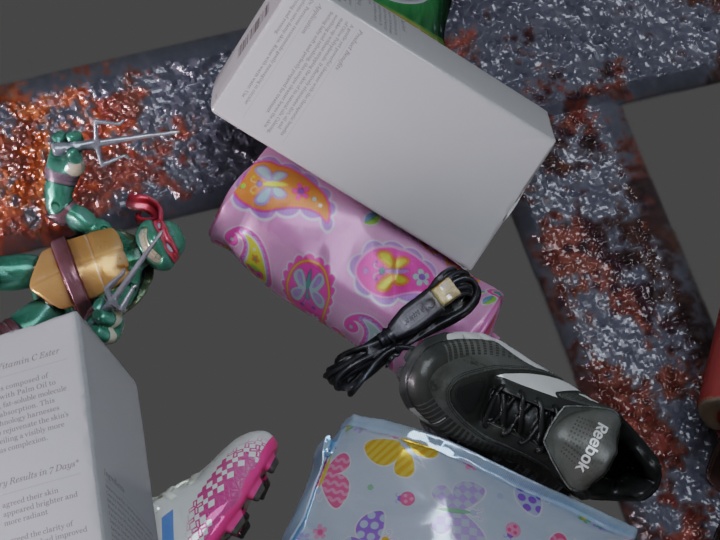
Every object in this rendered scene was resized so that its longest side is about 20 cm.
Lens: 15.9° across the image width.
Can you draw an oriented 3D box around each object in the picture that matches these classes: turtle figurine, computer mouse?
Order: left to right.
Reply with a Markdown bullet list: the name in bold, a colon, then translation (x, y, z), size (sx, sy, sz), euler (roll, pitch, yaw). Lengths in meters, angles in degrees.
- **turtle figurine**: translation (-0.184, 0.000, 1.639), size (0.200, 0.101, 0.150), euler (-25, 57, -3)
- **computer mouse**: translation (0.069, 0.086, 1.627), size (0.110, 0.200, 0.044), euler (-44, 35, -4)

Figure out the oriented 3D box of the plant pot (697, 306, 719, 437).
- **plant pot**: translation (0.316, 0.041, 1.663), size (0.200, 0.200, 0.178), euler (27, 75, 3)

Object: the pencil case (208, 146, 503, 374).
- **pencil case**: translation (0.000, 0.000, 1.680), size (0.200, 0.087, 0.088), euler (33, 66, 5)

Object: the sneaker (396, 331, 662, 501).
- **sneaker**: translation (0.112, 0.093, 1.567), size (0.200, 0.090, 0.067), euler (28, 88, -37)

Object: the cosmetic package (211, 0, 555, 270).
- **cosmetic package**: translation (0.015, -0.102, 1.659), size (0.200, 0.085, 0.108), euler (32, 105, -11)

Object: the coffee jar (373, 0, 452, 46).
- **coffee jar**: translation (0.019, -0.196, 1.764), size (0.104, 0.085, 0.200), euler (18, 64, -5)

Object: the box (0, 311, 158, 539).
- **box**: translation (-0.207, 0.149, 1.525), size (0.152, 0.106, 0.200), euler (-16, 59, 10)

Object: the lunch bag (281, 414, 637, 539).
- **lunch bag**: translation (0.043, 0.200, 1.574), size (0.200, 0.127, 0.170), euler (25, 65, -10)

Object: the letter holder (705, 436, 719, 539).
- **letter holder**: translation (0.268, 0.162, 1.584), size (0.142, 0.200, 0.101), euler (34, 66, 7)

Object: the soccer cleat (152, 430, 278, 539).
- **soccer cleat**: translation (-0.127, 0.167, 1.589), size (0.086, 0.070, 0.200), euler (32, 66, 5)
